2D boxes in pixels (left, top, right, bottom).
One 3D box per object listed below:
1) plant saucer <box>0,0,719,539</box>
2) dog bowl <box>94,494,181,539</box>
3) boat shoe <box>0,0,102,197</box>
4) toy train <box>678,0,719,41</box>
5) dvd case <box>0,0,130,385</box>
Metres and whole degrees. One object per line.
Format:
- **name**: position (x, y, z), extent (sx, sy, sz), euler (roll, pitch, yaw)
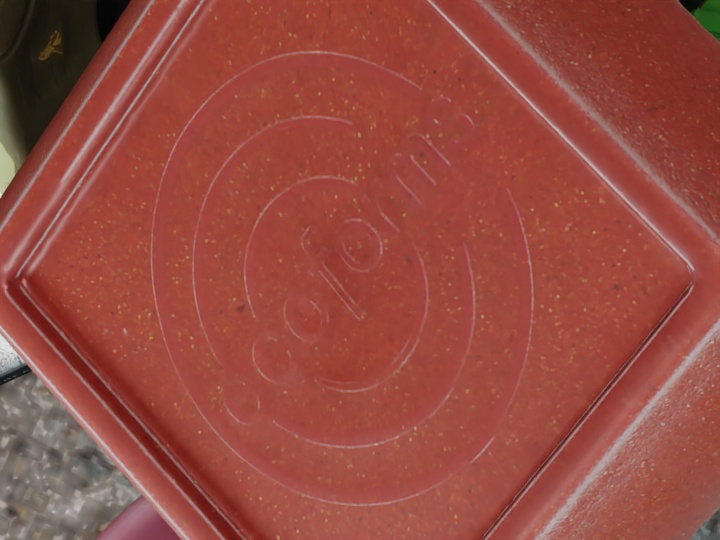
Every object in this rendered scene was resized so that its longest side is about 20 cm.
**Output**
- **plant saucer**: position (0.000, 0.000, 0.718), extent (0.200, 0.037, 0.200), euler (47, 119, 18)
- **dog bowl**: position (-0.002, 0.127, 0.801), extent (0.200, 0.074, 0.201), euler (-6, 56, 9)
- **boat shoe**: position (-0.111, -0.078, 0.822), extent (0.067, 0.072, 0.201), euler (7, 120, 29)
- **toy train**: position (0.119, -0.056, 0.771), extent (0.042, 0.200, 0.057), euler (33, 108, 39)
- **dvd case**: position (-0.142, -0.029, 0.899), extent (0.200, 0.022, 0.146), euler (-24, 87, 11)
